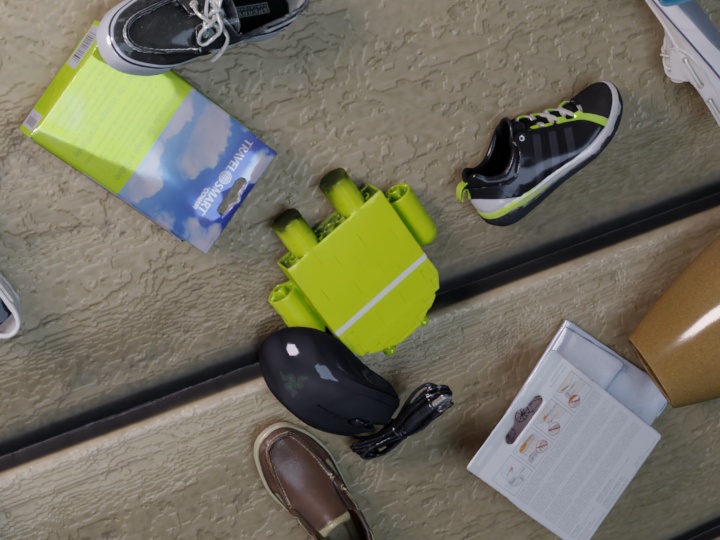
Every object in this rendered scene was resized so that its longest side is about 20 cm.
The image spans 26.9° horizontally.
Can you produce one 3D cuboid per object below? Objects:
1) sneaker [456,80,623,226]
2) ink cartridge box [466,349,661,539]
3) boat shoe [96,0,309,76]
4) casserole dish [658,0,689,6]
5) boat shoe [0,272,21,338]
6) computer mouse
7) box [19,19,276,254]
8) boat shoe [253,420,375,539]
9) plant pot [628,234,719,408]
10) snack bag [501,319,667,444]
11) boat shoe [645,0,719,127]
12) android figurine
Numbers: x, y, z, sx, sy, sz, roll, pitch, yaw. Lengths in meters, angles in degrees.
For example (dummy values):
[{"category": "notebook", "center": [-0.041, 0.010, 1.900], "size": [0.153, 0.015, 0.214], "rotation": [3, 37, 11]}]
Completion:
[{"category": "sneaker", "center": [0.180, -0.130, 1.515], "size": [0.200, 0.072, 0.083], "rotation": [-45, 120, -6]}, {"category": "ink cartridge box", "center": [0.216, 0.192, 1.641], "size": [0.200, 0.047, 0.160], "rotation": [37, 87, -29]}, {"category": "boat shoe", "center": [-0.130, -0.217, 1.297], "size": [0.199, 0.068, 0.074], "rotation": [-13, 90, -36]}, {"category": "casserole dish", "center": [0.345, -0.330, 1.501], "size": [0.200, 0.039, 0.121], "rotation": [-25, 147, -48]}, {"category": "boat shoe", "center": [-0.366, -0.011, 1.278], "size": [0.200, 0.065, 0.074], "rotation": [37, 90, -31]}, {"category": "computer mouse", "center": [-0.016, 0.126, 1.488], "size": [0.200, 0.053, 0.138], "rotation": [34, 126, -27]}, {"category": "box", "center": [-0.187, -0.117, 1.343], "size": [0.200, 0.048, 0.122], "rotation": [36, 89, -31]}, {"category": "boat shoe", "center": [-0.036, 0.237, 1.531], "size": [0.075, 0.075, 0.203], "rotation": [-40, 121, -10]}, {"category": "plant pot", "center": [0.402, 0.058, 1.648], "size": [0.200, 0.186, 0.187], "rotation": [-33, 120, 2]}, {"category": "snack bag", "center": [0.246, 0.176, 1.686], "size": [0.200, 0.021, 0.189], "rotation": [32, 91, -32]}, {"category": "boat shoe", "center": [0.348, -0.225, 1.574], "size": [0.066, 0.072, 0.200], "rotation": [-34, 117, 27]}, {"category": "android figurine", "center": [0.000, 0.000, 1.485], "size": [0.182, 0.041, 0.200], "rotation": [-43, 121, -8]}]
